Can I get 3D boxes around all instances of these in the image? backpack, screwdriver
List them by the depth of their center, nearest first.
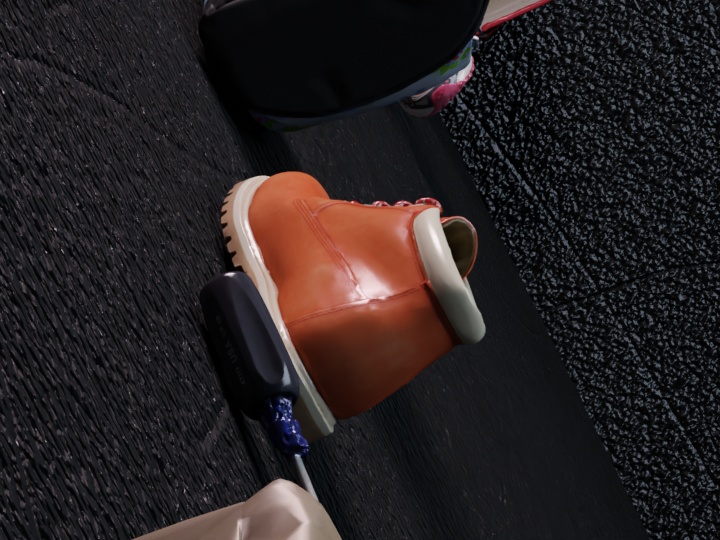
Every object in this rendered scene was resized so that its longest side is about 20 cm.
[{"bbox_3d":[-0.016,0.083,1.126,0.200,0.029,0.028,61,4,28],"label":"screwdriver"},{"bbox_3d":[-0.013,-0.147,1.634,0.200,0.163,0.154,-119,-172,-62],"label":"backpack"}]

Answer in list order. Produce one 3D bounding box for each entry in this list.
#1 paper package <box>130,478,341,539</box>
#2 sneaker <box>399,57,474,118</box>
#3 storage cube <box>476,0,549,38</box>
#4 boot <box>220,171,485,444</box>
[{"bbox_3d":[-0.011,0.167,0.503,0.200,0.103,0.191,63,7,-16],"label":"paper package"},{"bbox_3d":[0.033,-0.210,2.623,0.075,0.081,0.200,37,15,-44],"label":"sneaker"},{"bbox_3d":[0.084,-0.334,3.015,0.200,0.171,0.180,62,6,-12],"label":"storage cube"},{"bbox_3d":[0.000,0.000,1.285,0.075,0.107,0.200,59,6,-26],"label":"boot"}]
